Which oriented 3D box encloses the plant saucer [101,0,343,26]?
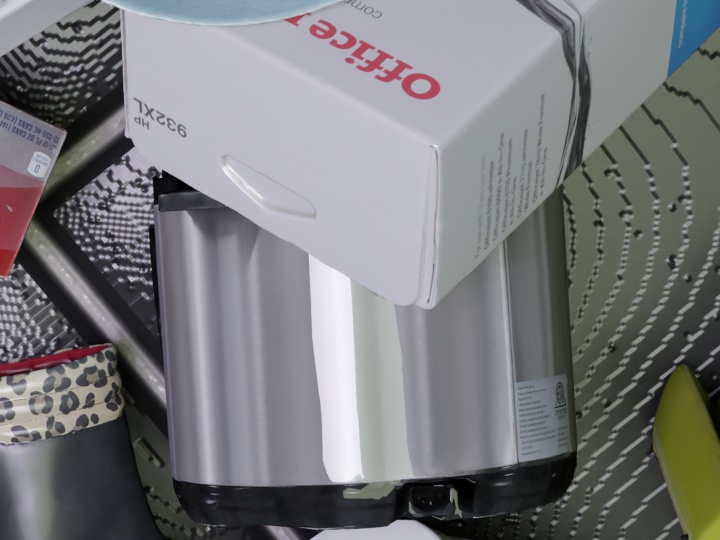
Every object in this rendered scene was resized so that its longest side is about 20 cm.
[{"bbox_3d":[-0.052,-0.181,0.864,0.199,0.039,0.203,1,84,-8],"label":"plant saucer"}]

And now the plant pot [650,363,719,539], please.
[{"bbox_3d":[0.242,0.105,1.069,0.181,0.199,0.201,-30,106,9],"label":"plant pot"}]

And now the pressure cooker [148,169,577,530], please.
[{"bbox_3d":[0.003,0.000,1.020,0.177,0.176,0.202,-4,92,-5],"label":"pressure cooker"}]

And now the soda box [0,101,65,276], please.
[{"bbox_3d":[-0.226,-0.068,1.006,0.199,0.063,0.070,26,85,-25],"label":"soda box"}]

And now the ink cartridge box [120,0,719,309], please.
[{"bbox_3d":[0.028,-0.099,0.918,0.145,0.200,0.084,29,142,24],"label":"ink cartridge box"}]

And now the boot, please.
[{"bbox_3d":[-0.180,0.124,1.095,0.202,0.073,0.155,-13,99,2],"label":"boot"}]

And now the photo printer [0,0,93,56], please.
[{"bbox_3d":[-0.134,-0.208,0.977,0.166,0.069,0.201,-29,81,16],"label":"photo printer"}]

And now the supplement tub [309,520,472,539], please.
[{"bbox_3d":[0.052,0.201,1.066,0.140,0.140,0.200,-47,130,6],"label":"supplement tub"}]
